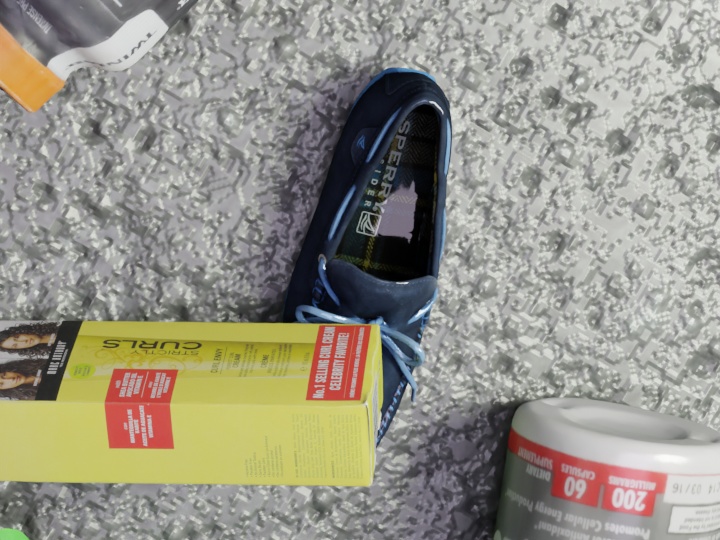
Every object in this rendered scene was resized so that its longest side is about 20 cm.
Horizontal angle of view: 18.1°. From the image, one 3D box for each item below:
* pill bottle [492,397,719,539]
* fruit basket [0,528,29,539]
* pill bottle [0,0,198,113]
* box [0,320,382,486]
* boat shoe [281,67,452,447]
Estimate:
[{"bbox_3d":[0.118,0.173,1.143,0.114,0.114,0.200,7,97,-12],"label":"pill bottle"},{"bbox_3d":[-0.238,0.186,1.085,0.215,0.156,0.216,-6,62,11],"label":"fruit basket"},{"bbox_3d":[-0.109,-0.166,1.050,0.200,0.106,0.106,-45,104,-1],"label":"pill bottle"},{"bbox_3d":[-0.091,0.063,1.076,0.200,0.075,0.050,2,121,6],"label":"box"},{"bbox_3d":[0.000,0.000,1.115,0.084,0.069,0.200,3,100,-11],"label":"boat shoe"}]
